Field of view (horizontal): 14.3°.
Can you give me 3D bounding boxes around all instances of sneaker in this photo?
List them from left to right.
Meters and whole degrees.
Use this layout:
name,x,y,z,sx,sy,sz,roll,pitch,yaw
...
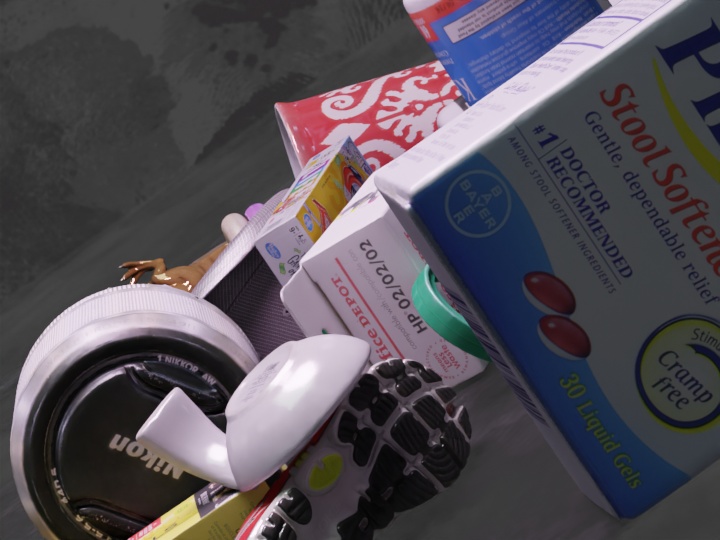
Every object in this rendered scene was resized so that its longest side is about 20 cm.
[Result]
name,x,y,z,sx,sy,sz,roll,pitch,yaw
sneaker,-0.018,0.117,1.507,0.085,0.077,0.200,-32,7,47

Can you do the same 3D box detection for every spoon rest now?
name,x,y,z,sx,sy,sz,roll,pitch,yaw
spoon rest,-0.052,0.082,1.528,0.099,0.061,0.200,-52,15,-23

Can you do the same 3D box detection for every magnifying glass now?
name,x,y,z,sx,sy,sz,roll,pitch,yaw
magnifying glass,0.091,0.009,1.713,0.022,0.080,0.200,-58,-13,23

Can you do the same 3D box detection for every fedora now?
name,x,y,z,sx,sy,sz,roll,pitch,yaw
fedora,-0.068,0.045,1.923,0.200,0.090,0.177,-52,-7,-4

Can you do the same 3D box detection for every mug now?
name,x,y,z,sx,sy,sz,roll,pitch,yaw
mug,0.053,-0.087,2.063,0.199,0.134,0.178,-20,-4,-3

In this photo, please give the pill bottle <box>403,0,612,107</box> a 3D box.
name,x,y,z,sx,sy,sz,roll,pitch,yaw
pill bottle,0.123,-0.120,1.816,0.112,0.200,0.112,-33,9,6

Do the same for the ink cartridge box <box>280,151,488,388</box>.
name,x,y,z,sx,sy,sz,roll,pitch,yaw
ink cartridge box,0.035,0.007,1.750,0.068,0.115,0.200,-30,11,27

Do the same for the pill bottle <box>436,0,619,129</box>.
name,x,y,z,sx,sy,sz,roll,pitch,yaw
pill bottle,0.160,-0.114,1.934,0.200,0.113,0.112,-35,9,-2

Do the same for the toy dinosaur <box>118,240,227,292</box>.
name,x,y,z,sx,sy,sz,roll,pitch,yaw
toy dinosaur,-0.160,0.009,2.673,0.106,0.061,0.200,12,48,44

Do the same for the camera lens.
name,x,y,z,sx,sy,sz,roll,pitch,yaw
camera lens,-0.131,0.094,1.744,0.160,0.160,0.200,-34,9,-1

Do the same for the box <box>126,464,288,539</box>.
name,x,y,z,sx,sy,sz,roll,pitch,yaw
box,-0.117,0.177,1.617,0.200,0.050,0.075,-35,10,0

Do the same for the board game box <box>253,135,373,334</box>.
name,x,y,z,sx,sy,sz,roll,pitch,yaw
board game box,0.000,0.000,1.847,0.034,0.135,0.200,-31,10,17

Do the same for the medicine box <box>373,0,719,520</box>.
name,x,y,z,sx,sy,sz,roll,pitch,yaw
medicine box,0.140,-0.021,1.306,0.200,0.182,0.103,-35,10,-3

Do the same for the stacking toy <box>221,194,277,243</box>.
name,x,y,z,sx,sy,sz,roll,pitch,yaw
stacking toy,-0.010,-0.050,2.364,0.200,0.086,0.085,-28,9,-5
